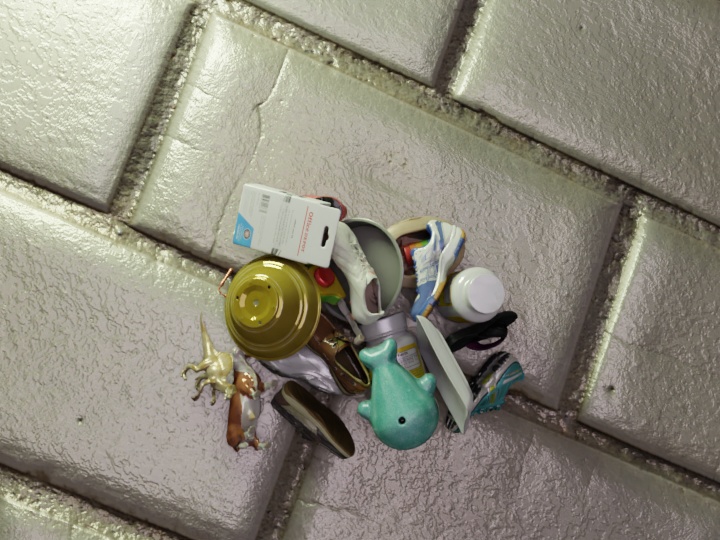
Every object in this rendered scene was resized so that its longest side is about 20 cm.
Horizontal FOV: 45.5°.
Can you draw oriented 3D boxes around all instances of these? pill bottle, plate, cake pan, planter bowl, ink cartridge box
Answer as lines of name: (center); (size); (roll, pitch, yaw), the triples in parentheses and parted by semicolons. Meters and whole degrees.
pill bottle: (0.215, 0.049, 1.660); (0.103, 0.200, 0.106); (1, 87, -9)
pill bottle: (0.068, 0.190, 1.672); (0.113, 0.114, 0.203); (-16, 89, -10)
plate: (0.162, 0.195, 1.615); (0.032, 0.200, 0.202); (-25, 67, -6)
cake pan: (0.000, 0.000, 1.664); (0.198, 0.037, 0.204); (0, 91, 27)
planter bowl: (-0.179, 0.063, 1.586); (0.197, 0.083, 0.204); (-3, 81, 17)
ink cartridge box: (-0.130, -0.084, 1.612); (0.197, 0.067, 0.118); (16, 98, 14)

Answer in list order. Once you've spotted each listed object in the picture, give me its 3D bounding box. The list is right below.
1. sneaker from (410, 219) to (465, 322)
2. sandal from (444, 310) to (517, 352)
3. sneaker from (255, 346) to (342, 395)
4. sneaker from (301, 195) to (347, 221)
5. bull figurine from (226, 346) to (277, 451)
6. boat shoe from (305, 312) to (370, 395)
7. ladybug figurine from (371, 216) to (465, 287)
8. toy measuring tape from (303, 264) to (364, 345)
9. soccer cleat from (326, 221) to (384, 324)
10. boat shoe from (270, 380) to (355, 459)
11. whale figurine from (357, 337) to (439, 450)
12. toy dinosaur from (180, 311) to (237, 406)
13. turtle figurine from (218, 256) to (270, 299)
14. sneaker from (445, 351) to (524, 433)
sneaker: (0.128, 0.000, 1.650); (0.087, 0.075, 0.202); (23, 78, 4)
sandal: (0.242, 0.134, 1.698); (0.199, 0.076, 0.048); (-19, 62, -34)
sneaker: (-0.115, 0.167, 1.672); (0.198, 0.078, 0.101); (24, 75, -15)
sneaker: (-0.119, -0.113, 1.687); (0.197, 0.087, 0.075); (5, 95, 15)
bull figurine: (-0.214, 0.248, 1.632); (0.064, 0.121, 0.203); (0, 94, -36)
boat shoe: (-0.046, 0.144, 1.628); (0.072, 0.068, 0.201); (-41, 96, -32)
ladybug figurine: (0.115, -0.036, 1.714); (0.197, 0.072, 0.138); (-11, 89, -9)
toy measuring tape: (-0.064, 0.057, 1.633); (0.073, 0.074, 0.202); (-26, 76, -9)
soccer cleat: (-0.003, 0.001, 1.602); (0.069, 0.077, 0.203); (-16, 87, -38)
boat shoe: (-0.091, 0.297, 1.667); (0.065, 0.073, 0.200); (-37, 105, 22)
whale figurine: (0.064, 0.229, 1.562); (0.157, 0.104, 0.202); (-22, 91, 7)
toy dinosaur: (-0.288, 0.186, 1.638); (0.101, 0.058, 0.201); (-36, 55, 8)
turtle figurine: (-0.163, 0.032, 1.669); (0.199, 0.064, 0.162); (-33, 92, -10)
sneaker: (0.253, 0.255, 1.720); (0.200, 0.077, 0.080); (-44, 106, -7)
